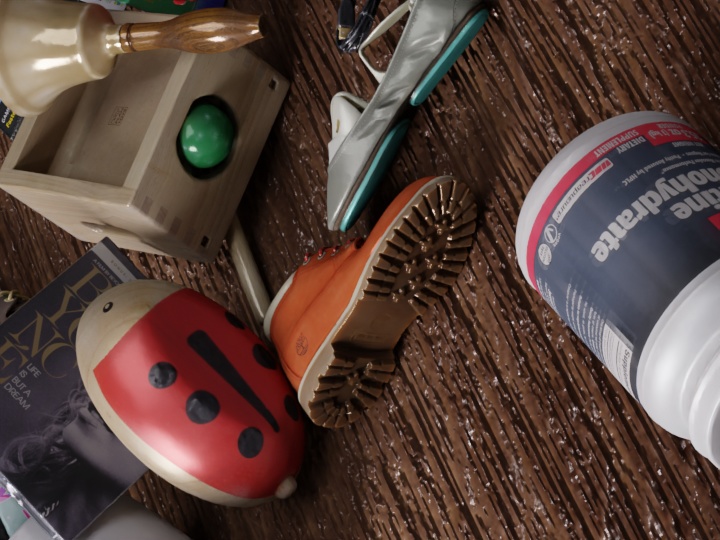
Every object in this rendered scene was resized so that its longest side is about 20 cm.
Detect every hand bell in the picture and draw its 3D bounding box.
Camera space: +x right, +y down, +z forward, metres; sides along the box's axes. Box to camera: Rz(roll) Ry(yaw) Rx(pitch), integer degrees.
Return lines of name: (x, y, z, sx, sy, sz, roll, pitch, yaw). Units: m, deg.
hand bell: (-0.159, -0.167, 1.666, 0.200, 0.104, 0.104, -1, 78, 25)

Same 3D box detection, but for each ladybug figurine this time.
ladybug figurine: (-0.113, 0.081, 1.638, 0.200, 0.136, 0.072, 44, 140, 6)

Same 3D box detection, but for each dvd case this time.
dvd case: (-0.197, 0.083, 1.656, 0.149, 0.200, 0.016, 46, 142, 0)

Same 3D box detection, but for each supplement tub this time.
supplement tub: (0.197, 0.011, 1.372, 0.140, 0.140, 0.200, -56, 48, 18)

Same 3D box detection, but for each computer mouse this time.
computer mouse: (-0.011, -0.237, 1.672, 0.059, 0.034, 0.200, -38, 38, 35)

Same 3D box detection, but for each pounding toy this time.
pounding toy: (-0.143, -0.080, 1.746, 0.200, 0.142, 0.184, 10, 72, 42)

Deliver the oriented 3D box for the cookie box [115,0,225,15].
cookie box: (-0.158, -0.302, 1.773, 0.075, 0.171, 0.200, 24, 96, 42)

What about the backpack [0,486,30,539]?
backpack: (-0.305, 0.190, 1.807, 0.167, 0.127, 0.200, -32, 75, 28)

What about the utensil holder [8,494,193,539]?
utensil holder: (-0.151, 0.263, 1.623, 0.200, 0.170, 0.170, 31, 101, 46)

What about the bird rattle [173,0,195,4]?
bird rattle: (-0.078, -0.279, 1.706, 0.113, 0.163, 0.200, 26, 92, 17)

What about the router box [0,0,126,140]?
router box: (-0.265, -0.222, 1.935, 0.149, 0.051, 0.200, 40, 108, 43)

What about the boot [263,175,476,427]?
boot: (0.000, 0.000, 1.615, 0.200, 0.075, 0.107, -56, 43, 19)

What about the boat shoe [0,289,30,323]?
boat shoe: (-0.277, 0.053, 1.866, 0.200, 0.072, 0.060, 42, 103, 37)

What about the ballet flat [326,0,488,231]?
ballet flat: (0.016, -0.123, 1.628, 0.064, 0.067, 0.200, 34, 101, 8)
